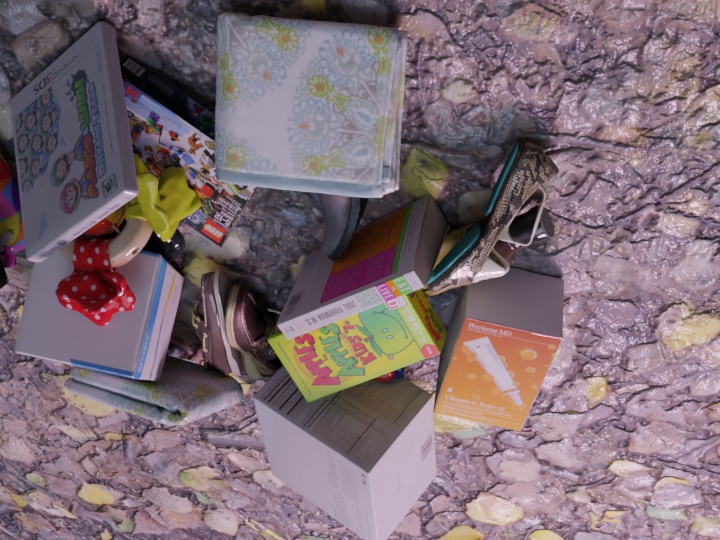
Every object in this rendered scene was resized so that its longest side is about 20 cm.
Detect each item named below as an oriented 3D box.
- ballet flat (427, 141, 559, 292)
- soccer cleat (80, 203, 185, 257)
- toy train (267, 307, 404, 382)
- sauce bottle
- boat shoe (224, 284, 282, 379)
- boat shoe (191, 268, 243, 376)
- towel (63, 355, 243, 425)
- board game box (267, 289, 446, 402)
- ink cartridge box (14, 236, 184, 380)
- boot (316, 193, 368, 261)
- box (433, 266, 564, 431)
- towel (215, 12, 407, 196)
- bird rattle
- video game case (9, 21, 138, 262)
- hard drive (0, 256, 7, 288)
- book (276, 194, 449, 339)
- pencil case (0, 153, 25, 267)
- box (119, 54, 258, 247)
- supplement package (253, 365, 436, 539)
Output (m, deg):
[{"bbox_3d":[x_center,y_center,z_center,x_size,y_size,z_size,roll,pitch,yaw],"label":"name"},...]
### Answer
[{"bbox_3d":[0.152,-0.042,1.091,0.075,0.068,0.202,32,105,-3],"label":"ballet flat"},{"bbox_3d":[-0.309,-0.061,1.212,0.198,0.082,0.067,32,134,-20],"label":"soccer cleat"},{"bbox_3d":[-0.017,0.049,1.275,0.197,0.085,0.117,24,120,1],"label":"toy train"},{"bbox_3d":[0.134,-0.022,1.168,0.197,0.065,0.065,-21,128,30],"label":"sauce bottle"},{"bbox_3d":[-0.132,0.086,1.327,0.070,0.073,0.202,3,144,10],"label":"boat shoe"},{"bbox_3d":[-0.197,0.073,1.337,0.058,0.073,0.202,2,142,5],"label":"boat shoe"},{"bbox_3d":[-0.282,0.161,1.360,0.196,0.171,0.049,13,100,18],"label":"towel"},{"bbox_3d":[-0.005,0.081,1.208,0.197,0.048,0.103,-23,110,26],"label":"board game box"},{"bbox_3d":[-0.314,0.049,1.221,0.144,0.149,0.200,12,172,-1],"label":"ink cartridge box"},{"bbox_3d":[-0.051,-0.110,1.130,0.129,0.070,0.202,21,132,2],"label":"boot"},{"bbox_3d":[0.173,0.099,1.260,0.122,0.099,0.202,11,137,0],"label":"box"},{"bbox_3d":[-0.052,-0.168,1.014,0.195,0.048,0.175,6,105,5],"label":"towel"},{"bbox_3d":[-0.279,-0.049,1.100,0.163,0.112,0.201,45,103,19],"label":"bird rattle"},{"bbox_3d":[-0.314,-0.136,1.064,0.180,0.204,0.023,-26,157,34],"label":"video game case"},{"bbox_3d":[-0.508,-0.067,1.193,0.200,0.038,0.140,46,158,2],"label":"hard drive"},{"bbox_3d":[0.000,0.000,1.167,0.197,0.135,0.048,-22,119,31],"label":"book"},{"bbox_3d":[-0.461,-0.104,1.200,0.087,0.089,0.202,-7,132,19],"label":"pencil case"},{"bbox_3d":[-0.210,-0.131,1.121,0.198,0.038,0.137,34,134,-5],"label":"box"},{"bbox_3d":[-0.016,0.227,1.345,0.198,0.147,0.193,28,145,28],"label":"supplement package"}]
